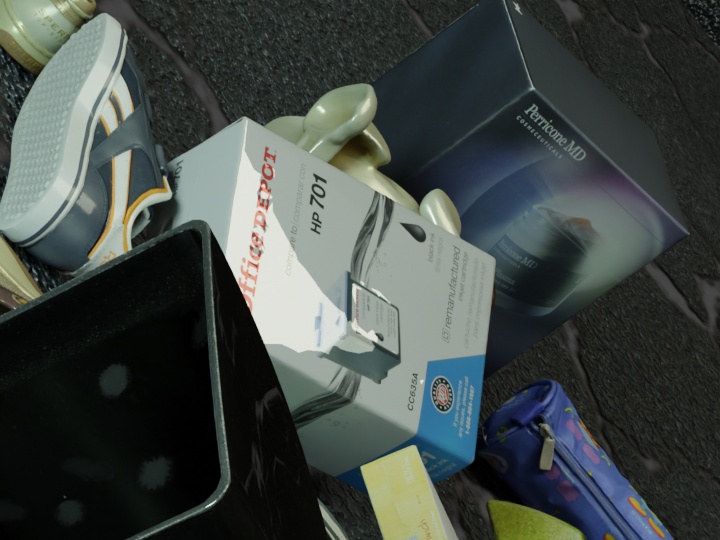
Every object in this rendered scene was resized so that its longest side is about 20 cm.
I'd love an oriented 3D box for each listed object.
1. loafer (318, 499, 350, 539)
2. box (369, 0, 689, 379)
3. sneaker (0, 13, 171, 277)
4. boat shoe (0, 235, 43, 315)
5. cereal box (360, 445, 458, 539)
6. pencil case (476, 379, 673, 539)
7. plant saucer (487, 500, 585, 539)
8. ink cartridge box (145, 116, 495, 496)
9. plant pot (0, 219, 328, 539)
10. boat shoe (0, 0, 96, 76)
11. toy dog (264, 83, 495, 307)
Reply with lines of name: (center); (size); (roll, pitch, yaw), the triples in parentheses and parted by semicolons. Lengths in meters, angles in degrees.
loafer: (-0.005, 0.202, 1.549); (0.200, 0.072, 0.063); (50, 40, 7)
box: (0.090, -0.057, 2.118); (0.200, 0.198, 0.124); (38, 24, -38)
sneaker: (-0.154, -0.064, 1.725); (0.079, 0.078, 0.201); (40, 33, -24)
boat shoe: (-0.170, 0.049, 1.495); (0.200, 0.072, 0.072); (47, 28, 4)
cereal box: (0.059, 0.211, 1.718); (0.200, 0.039, 0.144); (66, 3, -52)
pencil case: (0.159, 0.168, 2.076); (0.200, 0.078, 0.087); (52, -11, -5)
plant saucer: (0.155, 0.259, 1.859); (0.200, 0.048, 0.200); (57, 12, -40)
ink cartridge box: (-0.025, 0.025, 1.748); (0.199, 0.086, 0.147); (29, 52, -31)
plant pot: (-0.106, 0.134, 1.335); (0.178, 0.199, 0.200); (55, 15, -33)
boat shoe: (-0.199, -0.200, 1.873); (0.073, 0.063, 0.201); (38, 24, -38)
toy dog: (0.000, 0.000, 1.943); (0.200, 0.140, 0.194); (46, -16, -18)
